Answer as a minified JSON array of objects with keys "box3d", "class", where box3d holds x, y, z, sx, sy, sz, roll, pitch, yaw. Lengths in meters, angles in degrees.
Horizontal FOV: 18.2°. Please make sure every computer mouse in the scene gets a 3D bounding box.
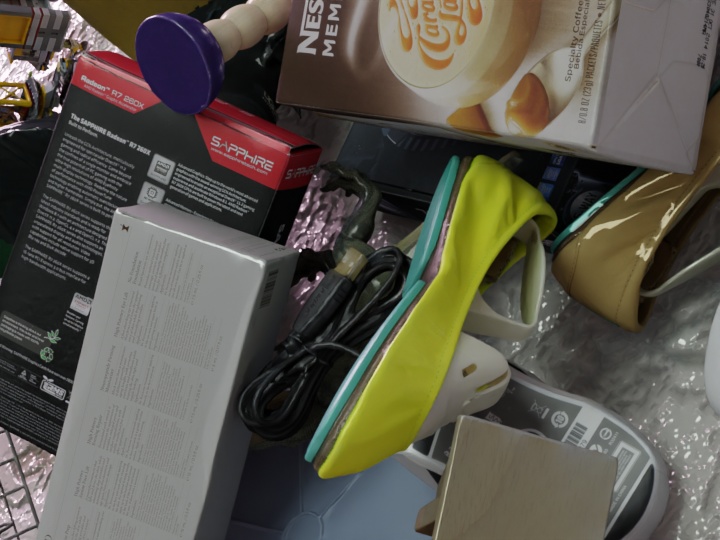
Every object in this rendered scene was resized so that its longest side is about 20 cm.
[{"box3d":[0.050,0.073,1.035,0.200,0.044,0.110,31,79,20],"class":"computer mouse"}]

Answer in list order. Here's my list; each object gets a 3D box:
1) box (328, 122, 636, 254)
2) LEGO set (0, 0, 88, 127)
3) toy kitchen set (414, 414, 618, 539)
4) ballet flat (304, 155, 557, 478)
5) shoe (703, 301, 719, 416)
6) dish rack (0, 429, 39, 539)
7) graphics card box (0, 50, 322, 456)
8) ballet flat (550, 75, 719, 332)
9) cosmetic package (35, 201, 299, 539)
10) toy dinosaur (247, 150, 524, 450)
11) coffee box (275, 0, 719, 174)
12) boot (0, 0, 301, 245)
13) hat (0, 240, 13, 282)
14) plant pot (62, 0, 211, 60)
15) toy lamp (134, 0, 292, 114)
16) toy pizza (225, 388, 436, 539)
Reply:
[{"box3d":[0.089,-0.114,1.148,0.160,0.044,0.200,16,78,46],"class":"box"},{"box3d":[-0.231,-0.108,1.424,0.200,0.116,0.154,59,139,49],"class":"LEGO set"},{"box3d":[0.027,0.162,0.986,0.180,0.200,0.163,133,151,-71],"class":"toy kitchen set"},{"box3d":[0.041,0.024,0.986,0.067,0.067,0.200,-62,1,46],"class":"ballet flat"},{"box3d":[0.229,-0.006,0.931,0.200,0.071,0.091,-53,36,-2],"class":"shoe"},{"box3d":[-0.241,0.114,1.238,0.153,0.055,0.200,-4,106,42],"class":"dish rack"},{"box3d":[-0.112,0.004,1.135,0.125,0.051,0.200,24,103,15],"class":"graphics card box"},{"box3d":[0.173,-0.052,1.032,0.200,0.069,0.063,-48,71,14],"class":"ballet flat"},{"box3d":[-0.097,0.074,1.085,0.082,0.051,0.200,19,103,15],"class":"cosmetic package"},{"box3d":[0.000,0.000,1.115,0.200,0.047,0.088,-52,50,14],"class":"toy dinosaur"},{"box3d":[0.062,-0.115,1.035,0.200,0.080,0.114,11,92,45],"class":"coffee box"},{"box3d":[-0.114,-0.091,1.239,0.198,0.073,0.163,-12,28,18],"class":"boot"},{"box3d":[-0.143,0.058,1.282,0.166,0.176,0.200,-8,21,38],"class":"hat"},{"box3d":[-0.085,-0.261,1.303,0.200,0.195,0.194,-8,60,29],"class":"plant pot"},{"box3d":[-0.026,-0.143,1.125,0.058,0.058,0.200,5,29,45],"class":"toy lamp"},{"box3d":[-0.020,0.137,1.109,0.200,0.032,0.200,-24,50,32],"class":"toy pizza"}]
